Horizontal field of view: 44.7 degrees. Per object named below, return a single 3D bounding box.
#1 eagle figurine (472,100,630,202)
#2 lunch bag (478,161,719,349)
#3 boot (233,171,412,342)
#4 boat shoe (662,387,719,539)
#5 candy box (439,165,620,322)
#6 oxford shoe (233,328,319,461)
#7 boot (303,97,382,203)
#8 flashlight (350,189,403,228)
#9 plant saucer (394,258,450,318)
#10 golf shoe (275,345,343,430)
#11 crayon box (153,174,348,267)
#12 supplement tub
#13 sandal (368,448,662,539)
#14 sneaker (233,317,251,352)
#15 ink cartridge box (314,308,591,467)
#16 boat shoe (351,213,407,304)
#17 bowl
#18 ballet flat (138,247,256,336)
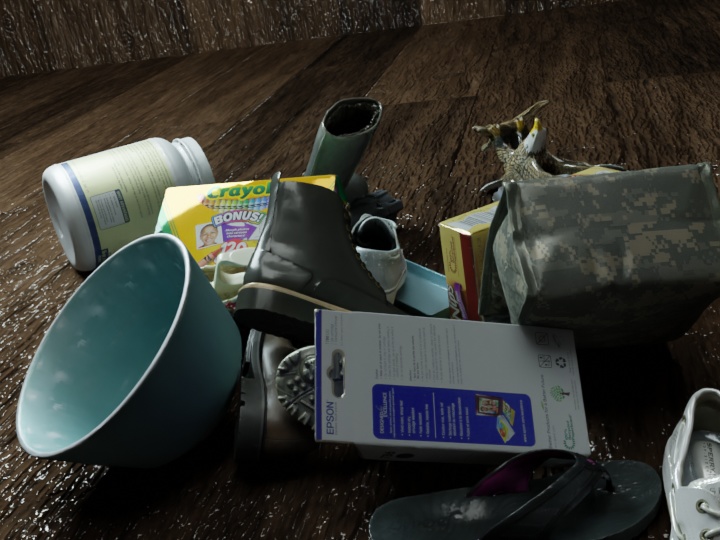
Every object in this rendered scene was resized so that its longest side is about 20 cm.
[{"bbox_3d":[0.232,-0.128,1.114,0.152,0.151,0.200,-46,57,12],"label":"eagle figurine"},{"bbox_3d":[0.189,0.006,0.721,0.164,0.200,0.118,-6,66,-2],"label":"lunch bag"},{"bbox_3d":[0.000,0.000,0.770,0.200,0.138,0.077,19,-26,-22],"label":"boot"},{"bbox_3d":[0.213,0.146,0.511,0.071,0.069,0.200,-3,31,8],"label":"boat shoe"},{"bbox_3d":[0.178,-0.018,0.852,0.200,0.117,0.056,-22,26,-25],"label":"candy box"},{"bbox_3d":[-0.062,0.101,0.751,0.084,0.073,0.200,5,25,-8],"label":"oxford shoe"},{"bbox_3d":[-0.020,-0.137,1.102,0.073,0.200,0.182,30,43,11],"label":"boot"},{"bbox_3d":[-0.028,-0.051,1.060,0.068,0.068,0.200,37,31,15],"label":"flashlight"},{"bbox_3d":[0.043,0.014,0.955,0.070,0.019,0.200,-22,27,-28],"label":"plant saucer"},{"bbox_3d":[0.027,0.093,0.697,0.200,0.078,0.097,7,2,-14],"label":"golf shoe"},{"bbox_3d":[-0.118,-0.033,0.930,0.200,0.058,0.119,-3,55,14],"label":"crayon box"},{"bbox_3d":[-0.306,-0.094,1.175,0.200,0.145,0.145,-20,26,-24],"label":"supplement tub"},{"bbox_3d":[0.104,0.152,0.573,0.200,0.048,0.075,-10,25,-6],"label":"sandal"},{"bbox_3d":[-0.143,0.070,0.853,0.200,0.073,0.082,-16,41,-4],"label":"sneaker"},{"bbox_3d":[0.061,0.085,0.624,0.200,0.039,0.100,7,62,-13],"label":"ink cartridge box"},{"bbox_3d":[0.018,-0.020,0.901,0.070,0.072,0.201,9,16,1],"label":"boat shoe"},{"bbox_3d":[-0.175,0.080,0.718,0.201,0.105,0.201,-27,41,27],"label":"bowl"},{"bbox_3d":[-0.137,0.012,0.815,0.200,0.064,0.076,-15,46,-5],"label":"ballet flat"}]
